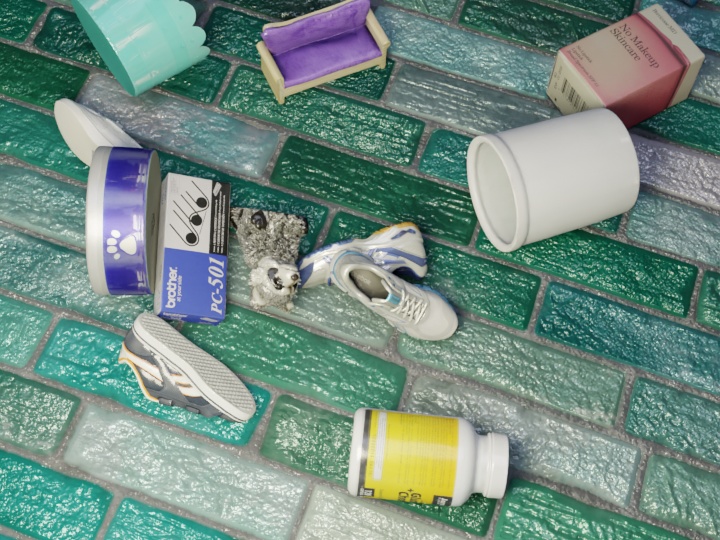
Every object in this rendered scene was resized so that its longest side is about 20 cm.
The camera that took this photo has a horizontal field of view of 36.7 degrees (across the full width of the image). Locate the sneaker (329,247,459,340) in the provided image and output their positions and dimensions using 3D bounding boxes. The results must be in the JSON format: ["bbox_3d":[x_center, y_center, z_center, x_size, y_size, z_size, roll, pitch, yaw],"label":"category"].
[{"bbox_3d":[0.048,0.042,1.477,0.198,0.087,0.076,27,94,-10],"label":"sneaker"}]

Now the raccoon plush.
[{"bbox_3d":[-0.136,-0.016,1.526,0.095,0.200,0.136,7,92,-22],"label":"raccoon plush"}]

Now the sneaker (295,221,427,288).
[{"bbox_3d":[0.000,0.000,1.534,0.197,0.075,0.089,-18,81,-2],"label":"sneaker"}]

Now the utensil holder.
[{"bbox_3d":[0.276,-0.136,1.567,0.197,0.171,0.172,-17,63,-13],"label":"utensil holder"}]

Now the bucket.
[{"bbox_3d":[-0.339,-0.377,1.655,0.134,0.208,0.208,-35,68,-13],"label":"bucket"}]

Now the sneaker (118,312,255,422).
[{"bbox_3d":[-0.233,0.147,1.445,0.199,0.078,0.080,39,109,3],"label":"sneaker"}]

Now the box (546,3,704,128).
[{"bbox_3d":[0.411,-0.306,1.697,0.198,0.109,0.129,-27,65,-16],"label":"box"}]

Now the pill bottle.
[{"bbox_3d":[0.085,0.239,1.384,0.197,0.112,0.113,6,61,1],"label":"pill bottle"}]

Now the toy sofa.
[{"bbox_3d":[-0.058,-0.349,1.706,0.198,0.098,0.083,-21,64,-14],"label":"toy sofa"}]

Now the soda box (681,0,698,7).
[{"bbox_3d":[0.597,-0.548,1.863,0.067,0.064,0.200,33,64,15],"label":"soda box"}]

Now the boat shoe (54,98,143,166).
[{"bbox_3d":[-0.379,-0.195,1.629,0.199,0.073,0.068,37,44,24],"label":"boat shoe"}]

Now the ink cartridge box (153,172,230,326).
[{"bbox_3d":[-0.234,-0.029,1.519,0.093,0.044,0.203,8,71,-23],"label":"ink cartridge box"}]

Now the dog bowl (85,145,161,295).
[{"bbox_3d":[-0.320,-0.067,1.483,0.078,0.201,0.203,2,61,-4],"label":"dog bowl"}]
